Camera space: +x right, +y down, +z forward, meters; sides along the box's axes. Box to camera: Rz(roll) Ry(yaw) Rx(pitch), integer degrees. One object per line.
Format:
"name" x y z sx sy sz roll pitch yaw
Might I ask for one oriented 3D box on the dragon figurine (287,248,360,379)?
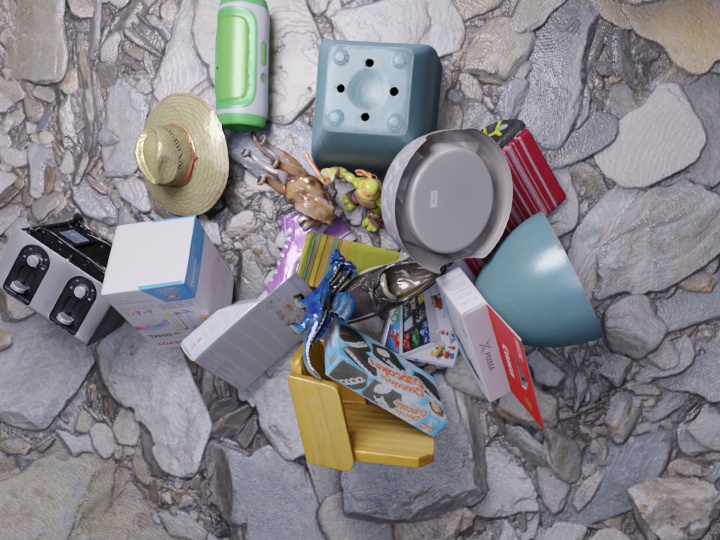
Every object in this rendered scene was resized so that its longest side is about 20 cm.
"dragon figurine" -0.049 0.052 0.883 0.059 0.200 0.099 36 121 -22

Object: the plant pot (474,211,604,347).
"plant pot" 0.250 0.033 0.910 0.134 0.200 0.201 -27 90 14

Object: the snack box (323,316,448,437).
"snack box" 0.036 0.157 0.915 0.200 0.116 0.037 34 109 -19

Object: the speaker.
"speaker" -0.189 -0.330 0.989 0.088 0.088 0.201 2 93 6

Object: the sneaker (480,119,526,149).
"sneaker" 0.189 -0.155 0.975 0.200 0.075 0.076 -46 118 4

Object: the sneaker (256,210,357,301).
"sneaker" -0.114 -0.024 1.007 0.200 0.073 0.114 -43 85 -4

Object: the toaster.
"toaster" -0.452 0.010 0.989 0.181 0.200 0.119 35 99 -4

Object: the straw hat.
"straw hat" -0.310 -0.182 0.977 0.200 0.085 0.202 5 102 24

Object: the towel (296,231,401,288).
"towel" 0.000 0.000 0.978 0.199 0.018 0.086 12 99 -19

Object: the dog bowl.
"dog bowl" 0.116 -0.098 0.849 0.199 0.059 0.201 -8 106 -29

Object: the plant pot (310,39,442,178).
"plant pot" 0.018 -0.246 0.913 0.195 0.200 0.197 5 93 6

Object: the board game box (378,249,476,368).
"board game box" 0.112 0.046 0.986 0.126 0.035 0.201 13 94 -9

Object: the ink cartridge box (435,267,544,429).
"ink cartridge box" 0.184 0.119 0.884 0.045 0.176 0.200 -27 127 -3

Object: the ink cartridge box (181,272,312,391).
"ink cartridge box" -0.159 0.091 0.974 0.200 0.163 0.057 -45 58 -7

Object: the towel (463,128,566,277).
"towel" 0.216 -0.103 0.947 0.200 0.022 0.145 -41 117 -3

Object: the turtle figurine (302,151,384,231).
"turtle figurine" 0.004 -0.118 0.938 0.200 0.161 0.065 31 83 1

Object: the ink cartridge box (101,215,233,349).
"ink cartridge box" -0.285 0.030 0.962 0.128 0.200 0.126 -8 55 8

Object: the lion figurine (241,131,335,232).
"lion figurine" -0.110 -0.148 0.969 0.122 0.200 0.073 25 117 -36

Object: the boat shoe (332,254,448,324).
"boat shoe" 0.038 0.023 0.928 0.200 0.065 0.073 -30 91 8

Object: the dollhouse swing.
"dollhouse swing" 0.011 0.187 0.926 0.175 0.200 0.182 -11 98 9
